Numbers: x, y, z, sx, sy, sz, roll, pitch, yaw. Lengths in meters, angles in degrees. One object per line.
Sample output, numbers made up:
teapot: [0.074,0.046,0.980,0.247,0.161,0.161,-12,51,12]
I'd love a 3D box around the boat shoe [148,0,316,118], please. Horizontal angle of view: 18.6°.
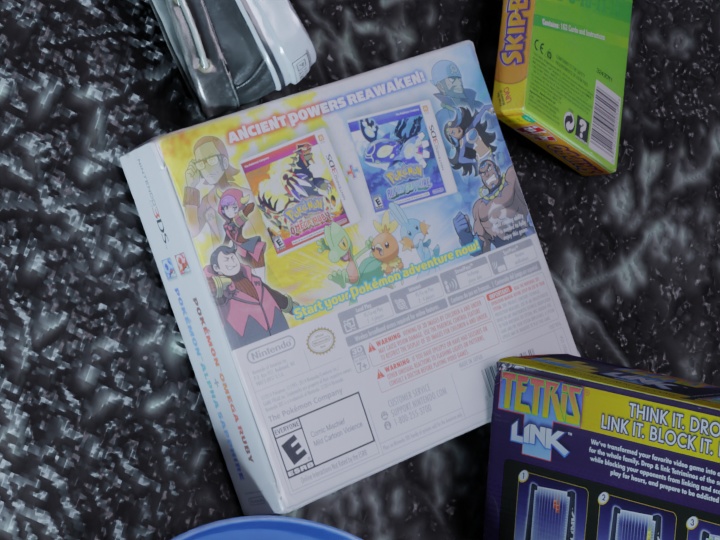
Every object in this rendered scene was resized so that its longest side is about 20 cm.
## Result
boat shoe: [-0.098,-0.164,1.026,0.071,0.072,0.201,-31,86,-10]

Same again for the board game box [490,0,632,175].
board game box: [0.114,-0.161,1.174,0.095,0.030,0.201,27,67,-49]

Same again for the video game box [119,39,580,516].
video game box: [0.000,0.000,1.071,0.199,0.047,0.183,-20,94,-35]

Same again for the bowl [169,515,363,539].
bowl: [-0.033,0.208,0.976,0.199,0.039,0.202,13,56,-20]

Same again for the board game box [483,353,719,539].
board game box: [0.142,0.135,1.019,0.056,0.199,0.167,0,97,-40]
